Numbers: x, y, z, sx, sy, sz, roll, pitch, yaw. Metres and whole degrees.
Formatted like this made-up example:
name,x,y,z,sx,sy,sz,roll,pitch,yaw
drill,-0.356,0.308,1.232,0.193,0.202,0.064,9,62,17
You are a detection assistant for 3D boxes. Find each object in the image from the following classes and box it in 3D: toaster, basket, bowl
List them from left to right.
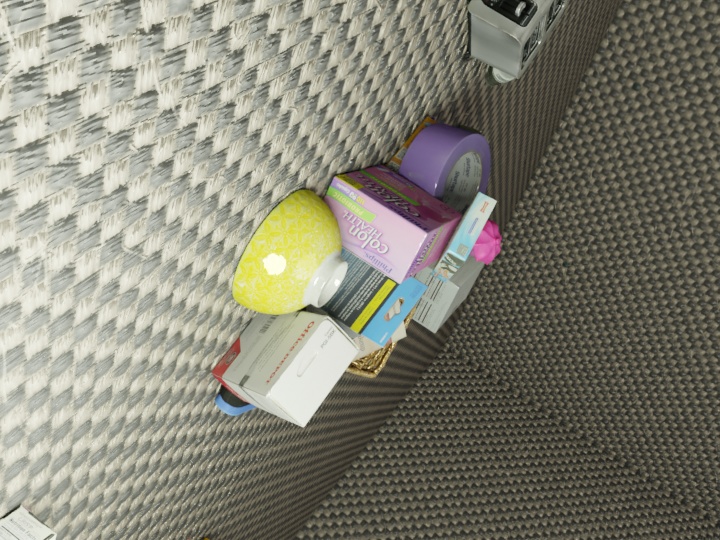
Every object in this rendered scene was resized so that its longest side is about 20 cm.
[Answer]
name,x,y,z,sx,sy,sz,roll,pitch,yaw
bowl,-0.084,-0.007,1.135,0.200,0.108,0.200,-52,166,-19
basket,0.006,0.119,1.647,0.200,0.149,0.143,-58,167,8
toaster,0.274,-0.457,1.366,0.181,0.119,0.200,-55,167,-6

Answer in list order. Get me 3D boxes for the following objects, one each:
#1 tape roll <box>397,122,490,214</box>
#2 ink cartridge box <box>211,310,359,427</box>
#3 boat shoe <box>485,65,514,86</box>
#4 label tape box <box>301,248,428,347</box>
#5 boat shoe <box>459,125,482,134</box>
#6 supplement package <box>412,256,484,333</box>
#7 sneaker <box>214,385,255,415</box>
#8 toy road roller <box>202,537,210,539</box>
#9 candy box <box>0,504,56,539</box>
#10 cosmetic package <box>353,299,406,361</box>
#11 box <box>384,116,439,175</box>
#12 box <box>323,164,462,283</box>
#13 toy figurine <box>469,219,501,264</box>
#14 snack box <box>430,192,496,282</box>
name,x,y,z,sx,sy,sz,roll,pitch,yaw
tape roll,0.156,-0.168,1.444,0.200,0.085,0.200,-34,136,-41
ink cartridge box,-0.116,0.138,1.166,0.147,0.083,0.200,-52,-152,-19
boat shoe,0.310,-0.469,1.601,0.200,0.071,0.064,-62,-159,-18
label tape box,-0.010,0.038,1.297,0.144,0.200,0.063,-50,164,-27
boat shoe,0.214,-0.264,1.686,0.201,0.072,0.061,-40,154,-59
supplement package,0.153,0.002,1.793,0.191,0.200,0.147,-38,157,-52
sneaker,-0.171,0.189,1.346,0.078,0.070,0.200,-55,167,19
toy road roller,-0.365,0.697,1.765,0.123,0.146,0.200,-49,127,-29
candy box,-0.434,0.367,0.836,0.200,0.061,0.137,-34,153,-58
cosmetic package,-0.030,0.101,1.367,0.200,0.087,0.104,-25,123,-15
box,0.095,-0.201,1.478,0.200,0.041,0.119,-49,164,-22
box,0.048,-0.084,1.283,0.097,0.176,0.200,-63,165,23
toy figurine,0.205,-0.074,1.621,0.150,0.184,0.200,-52,166,-21
snack box,0.176,-0.053,1.350,0.116,0.037,0.200,-61,177,-11
